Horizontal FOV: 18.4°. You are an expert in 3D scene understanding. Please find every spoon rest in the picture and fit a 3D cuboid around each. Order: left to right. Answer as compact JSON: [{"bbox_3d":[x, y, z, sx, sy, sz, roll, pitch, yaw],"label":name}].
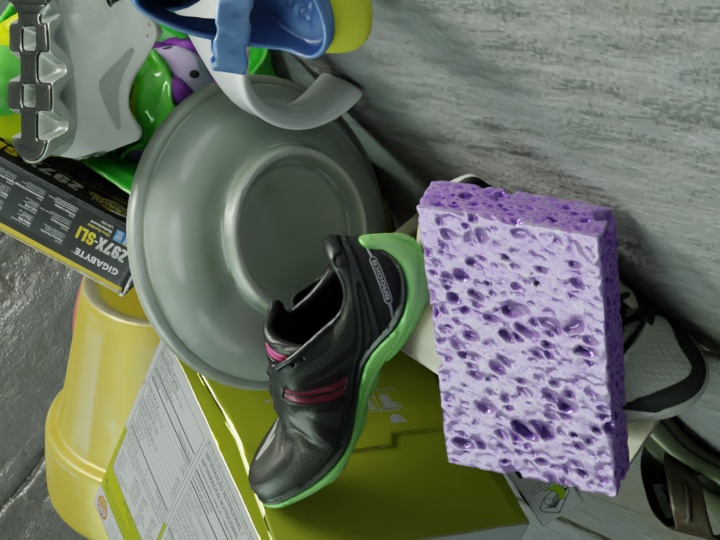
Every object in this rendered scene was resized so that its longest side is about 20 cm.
[{"bbox_3d":[-0.076,-0.147,1.315,0.099,0.061,0.200,28,166,48],"label":"spoon rest"}]

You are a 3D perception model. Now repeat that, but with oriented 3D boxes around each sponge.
[{"bbox_3d":[0.096,0.041,1.286,0.112,0.030,0.200,11,132,23],"label":"sponge"}]

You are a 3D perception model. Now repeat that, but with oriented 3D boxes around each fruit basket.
[{"bbox_3d":[-0.173,-0.133,1.447,0.216,0.156,0.216,34,177,2],"label":"fruit basket"}]

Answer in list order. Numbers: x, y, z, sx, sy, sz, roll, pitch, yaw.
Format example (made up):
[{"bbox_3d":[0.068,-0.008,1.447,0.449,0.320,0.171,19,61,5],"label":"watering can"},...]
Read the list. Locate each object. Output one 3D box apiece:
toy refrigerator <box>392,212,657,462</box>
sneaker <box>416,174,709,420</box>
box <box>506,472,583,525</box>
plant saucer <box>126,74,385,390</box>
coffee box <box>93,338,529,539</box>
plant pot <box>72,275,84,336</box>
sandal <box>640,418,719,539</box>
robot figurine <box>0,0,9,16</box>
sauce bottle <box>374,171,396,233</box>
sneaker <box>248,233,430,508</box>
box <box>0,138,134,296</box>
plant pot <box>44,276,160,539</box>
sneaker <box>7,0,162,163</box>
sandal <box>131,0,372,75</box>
[{"bbox_3d":[0.101,0.043,1.395,0.200,0.070,0.076,34,-150,10],"label":"toy refrigerator"},{"bbox_3d":[0.118,0.017,1.311,0.200,0.076,0.088,32,161,8],"label":"sneaker"},{"bbox_3d":[0.093,0.086,1.578,0.110,0.035,0.200,56,-175,-28],"label":"box"},{"bbox_3d":[-0.051,-0.024,1.392,0.050,0.200,0.200,-2,141,51],"label":"plant saucer"},{"bbox_3d":[-0.040,0.167,1.534,0.200,0.200,0.198,62,143,34],"label":"coffee box"},{"bbox_3d":[-0.119,0.016,1.886,0.177,0.200,0.200,26,168,10],"label":"plant pot"},{"bbox_3d":[0.222,0.150,1.572,0.201,0.057,0.080,41,166,0],"label":"sandal"},{"bbox_3d":[-0.342,-0.239,1.707,0.200,0.150,0.125,34,127,28],"label":"robot figurine"},{"bbox_3d":[0.000,0.000,1.595,0.066,0.066,0.200,34,157,28],"label":"sauce bottle"},{"bbox_3d":[-0.029,0.056,1.361,0.084,0.200,0.077,15,-155,-22],"label":"sneaker"},{"bbox_3d":[-0.219,-0.064,1.476,0.200,0.049,0.160,28,-166,-1],"label":"box"},{"bbox_3d":[-0.147,0.087,1.715,0.201,0.201,0.189,31,132,40],"label":"plant pot"},{"bbox_3d":[-0.163,-0.167,1.339,0.088,0.200,0.074,-5,-165,-34],"label":"sneaker"},{"bbox_3d":[-0.092,-0.164,1.176,0.200,0.087,0.080,29,137,28],"label":"sandal"}]
